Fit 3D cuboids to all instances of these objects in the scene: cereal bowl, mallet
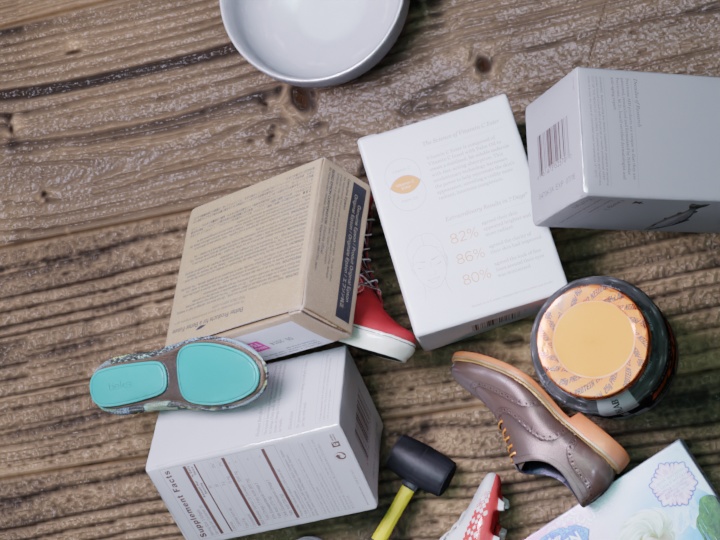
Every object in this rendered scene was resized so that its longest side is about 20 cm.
[{"bbox_3d":[-0.040,-0.280,1.526,0.199,0.083,0.202,-2,82,16],"label":"cereal bowl"},{"bbox_3d":[0.013,0.253,1.449,0.066,0.041,0.200,35,82,18],"label":"mallet"}]

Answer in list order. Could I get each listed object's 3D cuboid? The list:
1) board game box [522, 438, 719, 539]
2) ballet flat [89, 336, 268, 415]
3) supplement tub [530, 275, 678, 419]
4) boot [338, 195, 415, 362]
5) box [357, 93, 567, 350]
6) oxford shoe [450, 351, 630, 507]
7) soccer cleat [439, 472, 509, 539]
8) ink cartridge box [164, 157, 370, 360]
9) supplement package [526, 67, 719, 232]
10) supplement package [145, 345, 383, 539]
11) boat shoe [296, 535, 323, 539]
[{"bbox_3d":[0.271,0.294,1.385,0.200,0.041,0.200,-35,75,10],"label":"board game box"},{"bbox_3d":[-0.164,0.101,1.425,0.199,0.074,0.075,-4,82,26],"label":"ballet flat"},{"bbox_3d":[0.222,0.071,1.344,0.122,0.200,0.123,-2,83,16],"label":"supplement tub"},{"bbox_3d":[0.000,0.000,1.458,0.200,0.072,0.145,27,88,45],"label":"boot"},{"bbox_3d":[0.100,-0.044,1.432,0.151,0.106,0.201,-17,78,4],"label":"box"},{"bbox_3d":[0.155,0.147,1.408,0.200,0.071,0.073,34,78,28],"label":"oxford shoe"},{"bbox_3d":[0.084,0.286,1.429,0.085,0.069,0.201,17,93,13],"label":"soccer cleat"},{"bbox_3d":[-0.091,0.000,1.446,0.199,0.075,0.166,-17,56,41],"label":"ink cartridge box"},{"bbox_3d":[0.265,-0.105,1.343,0.199,0.117,0.118,1,77,-17],"label":"supplement package"},{"bbox_3d":[-0.090,0.172,1.445,0.199,0.118,0.117,-13,36,15],"label":"supplement package"},{"bbox_3d":[-0.059,0.364,1.459,0.073,0.065,0.201,-6,81,15],"label":"boat shoe"}]
